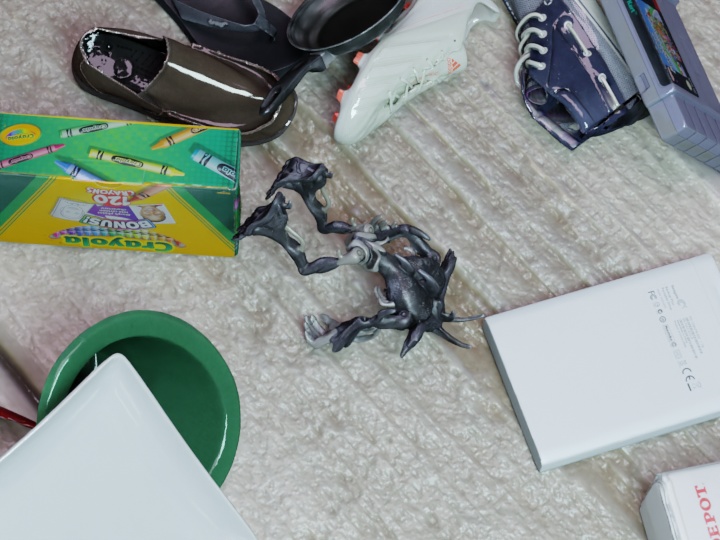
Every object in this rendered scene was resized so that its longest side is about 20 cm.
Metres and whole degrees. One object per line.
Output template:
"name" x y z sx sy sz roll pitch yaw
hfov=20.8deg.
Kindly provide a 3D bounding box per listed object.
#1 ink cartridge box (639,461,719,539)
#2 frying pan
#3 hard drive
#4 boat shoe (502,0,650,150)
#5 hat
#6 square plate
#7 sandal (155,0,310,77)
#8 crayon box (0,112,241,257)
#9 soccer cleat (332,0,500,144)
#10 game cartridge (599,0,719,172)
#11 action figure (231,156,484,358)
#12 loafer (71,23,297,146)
"ink cartridge box" 0.327 0.215 1.484 0.199 0.085 0.146 -9 65 -10
"frying pan" -0.014 -0.193 1.624 0.115 0.031 0.190 -16 38 24
"hard drive" 0.213 0.072 1.576 0.199 0.027 0.132 -16 67 -11
"boat shoe" 0.158 -0.193 1.664 0.093 0.075 0.200 -33 74 -30
"hat" -0.217 0.102 1.537 0.200 0.176 0.166 44 70 -28
"square plate" -0.198 0.195 1.436 0.198 0.028 0.200 -42 114 -19
"sandal" -0.130 -0.231 1.690 0.200 0.043 0.076 38 68 14
"crayon box" -0.195 -0.067 1.566 0.199 0.119 0.059 4 64 -1
"soccer cleat" 0.047 -0.178 1.665 0.077 0.069 0.200 31 64 8
"game cartridge" 0.254 -0.186 1.652 0.038 0.130 0.201 -29 65 21
"action figure" 0.000 0.000 1.561 0.200 0.102 0.119 39 57 -14
"loafer" -0.151 -0.154 1.629 0.199 0.071 0.073 13 81 7
